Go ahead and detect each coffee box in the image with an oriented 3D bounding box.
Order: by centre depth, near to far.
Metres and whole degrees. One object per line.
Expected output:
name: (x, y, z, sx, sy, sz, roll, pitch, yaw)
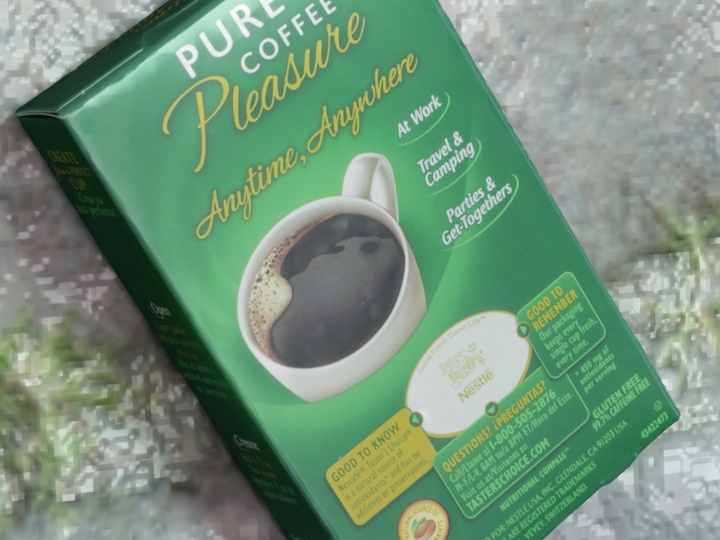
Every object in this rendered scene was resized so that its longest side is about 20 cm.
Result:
coffee box: (0.000, 0.000, 0.819, 0.123, 0.044, 0.200, -39, 110, -18)
